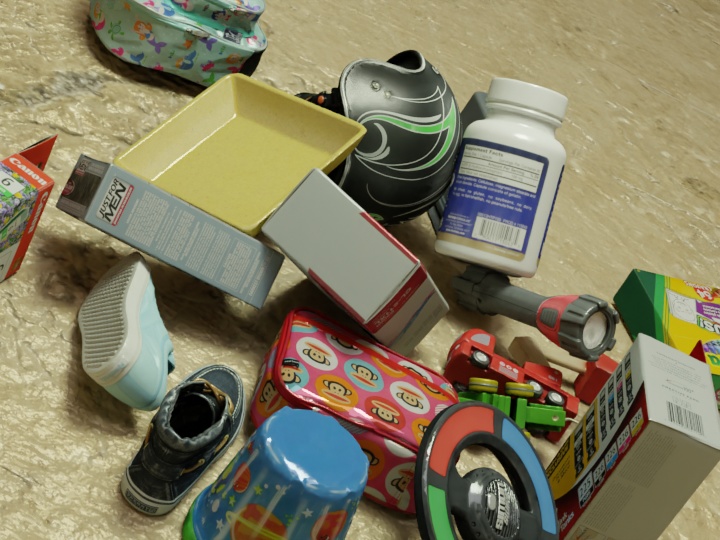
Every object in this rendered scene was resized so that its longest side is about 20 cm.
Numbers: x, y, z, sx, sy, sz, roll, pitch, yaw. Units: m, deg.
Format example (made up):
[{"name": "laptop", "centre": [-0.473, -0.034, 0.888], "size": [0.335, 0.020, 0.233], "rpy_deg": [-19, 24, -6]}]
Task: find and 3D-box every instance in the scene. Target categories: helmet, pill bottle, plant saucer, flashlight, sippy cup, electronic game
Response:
[{"name": "helmet", "centre": [0.024, -0.150, 1.732], "size": [0.189, 0.201, 0.201], "rpy_deg": [-2, 44, -35]}, {"name": "pill bottle", "centre": [0.162, -0.103, 1.692], "size": [0.118, 0.203, 0.120], "rpy_deg": [16, 0, 0]}, {"name": "plant saucer", "centre": [-0.125, -0.113, 1.609], "size": [0.198, 0.049, 0.200], "rpy_deg": [25, 49, 30]}, {"name": "flashlight", "centre": [0.190, 0.041, 1.657], "size": [0.068, 0.068, 0.199], "rpy_deg": [-36, 31, -23]}, {"name": "sippy cup", "centre": [-0.060, 0.188, 1.246], "size": [0.138, 0.131, 0.179], "rpy_deg": [10, 36, -30]}, {"name": "electronic game", "centre": [0.115, 0.216, 1.364], "size": [0.199, 0.041, 0.203], "rpy_deg": [24, 57, -42]}]

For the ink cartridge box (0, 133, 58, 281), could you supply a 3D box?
[{"name": "ink cartridge box", "centre": [-0.324, -0.040, 1.363], "size": [0.050, 0.110, 0.200], "rpy_deg": [34, 31, 8]}]

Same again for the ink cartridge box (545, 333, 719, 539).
[{"name": "ink cartridge box", "centre": [0.255, 0.172, 1.467], "size": [0.083, 0.201, 0.176], "rpy_deg": [23, 32, -10]}]

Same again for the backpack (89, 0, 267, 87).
[{"name": "backpack", "centre": [-0.215, -0.311, 1.811], "size": [0.198, 0.152, 0.179], "rpy_deg": [7, 39, -25]}]

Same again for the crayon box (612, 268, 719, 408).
[{"name": "crayon box", "centre": [0.427, 0.091, 1.862], "size": [0.198, 0.059, 0.174], "rpy_deg": [12, 36, -28]}]

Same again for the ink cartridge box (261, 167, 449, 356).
[{"name": "ink cartridge box", "centre": [0.000, 0.000, 1.517], "size": [0.145, 0.083, 0.200], "rpy_deg": [42, -3, 18]}]

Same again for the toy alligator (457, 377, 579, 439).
[{"name": "toy alligator", "centre": [0.163, 0.147, 1.555], "size": [0.197, 0.060, 0.054], "rpy_deg": [8, -7, -14]}]

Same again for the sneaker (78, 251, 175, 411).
[{"name": "sneaker", "centre": [-0.206, 0.061, 1.381], "size": [0.082, 0.073, 0.201], "rpy_deg": [51, 17, -27]}]

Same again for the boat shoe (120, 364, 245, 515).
[{"name": "boat shoe", "centre": [-0.133, 0.122, 1.312], "size": [0.070, 0.091, 0.201], "rpy_deg": [32, 32, -1]}]

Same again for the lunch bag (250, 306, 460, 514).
[{"name": "lunch bag", "centre": [-0.001, 0.124, 1.442], "size": [0.198, 0.082, 0.177], "rpy_deg": [27, 28, -10]}]

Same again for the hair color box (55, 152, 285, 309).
[{"name": "hair color box", "centre": [-0.180, -0.037, 1.452], "size": [0.199, 0.061, 0.099], "rpy_deg": [29, -5, -28]}]

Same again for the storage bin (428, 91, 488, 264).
[{"name": "storage bin", "centre": [0.170, -0.112, 1.859], "size": [0.144, 0.135, 0.201], "rpy_deg": [14, 36, -25]}]

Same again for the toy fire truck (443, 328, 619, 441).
[{"name": "toy fire truck", "centre": [0.189, 0.111, 1.642], "size": [0.198, 0.049, 0.141], "rpy_deg": [28, 31, -3]}]
